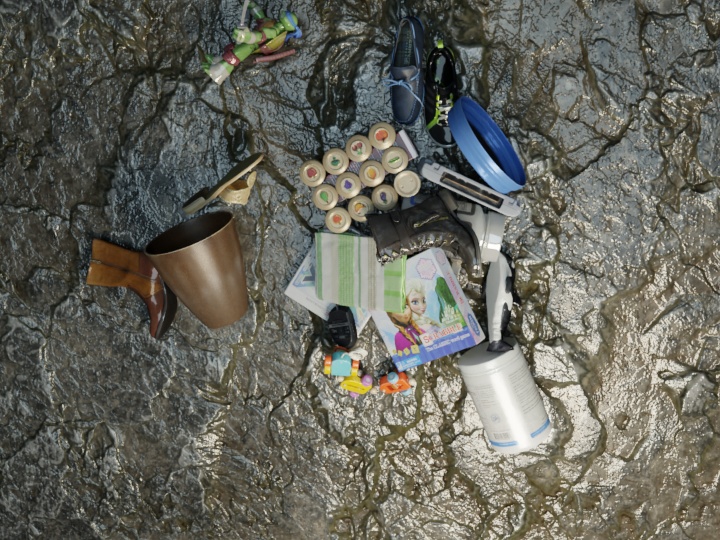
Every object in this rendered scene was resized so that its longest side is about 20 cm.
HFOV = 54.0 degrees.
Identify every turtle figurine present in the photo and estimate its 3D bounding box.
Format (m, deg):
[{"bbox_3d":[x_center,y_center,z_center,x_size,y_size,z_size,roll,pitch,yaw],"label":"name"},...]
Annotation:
[{"bbox_3d":[-0.231,-0.463,1.342,0.194,0.200,0.144,-36,61,16],"label":"turtle figurine"}]

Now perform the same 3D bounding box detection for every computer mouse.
[{"bbox_3d":[-0.044,0.064,1.459,0.058,0.034,0.201,-7,97,33],"label":"computer mouse"}]

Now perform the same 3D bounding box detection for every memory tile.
[{"bbox_3d":[-0.001,-0.171,1.321,0.199,0.017,0.154,-27,98,11],"label":"memory tile"}]

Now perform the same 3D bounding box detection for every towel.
[{"bbox_3d":[0.000,0.000,1.386,0.199,0.031,0.150,9,107,28],"label":"towel"}]

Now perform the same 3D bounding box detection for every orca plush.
[{"bbox_3d":[0.295,0.064,1.396,0.071,0.105,0.201,10,60,-17],"label":"orca plush"}]

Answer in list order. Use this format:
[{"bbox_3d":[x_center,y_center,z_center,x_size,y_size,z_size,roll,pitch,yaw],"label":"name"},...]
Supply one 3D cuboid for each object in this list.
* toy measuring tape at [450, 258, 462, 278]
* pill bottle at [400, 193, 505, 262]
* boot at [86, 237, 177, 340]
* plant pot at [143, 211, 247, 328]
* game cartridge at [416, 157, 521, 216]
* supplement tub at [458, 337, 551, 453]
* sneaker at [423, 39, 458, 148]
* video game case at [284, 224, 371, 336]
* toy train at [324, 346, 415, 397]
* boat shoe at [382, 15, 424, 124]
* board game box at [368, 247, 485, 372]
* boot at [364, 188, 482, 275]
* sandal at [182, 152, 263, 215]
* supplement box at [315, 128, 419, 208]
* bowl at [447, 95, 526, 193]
[{"bbox_3d":[0.148,0.064,1.425,0.073,0.074,0.201,17,110,3],"label":"toy measuring tape"},{"bbox_3d":[0.175,-0.081,1.379,0.199,0.114,0.114,12,102,5],"label":"pill bottle"},{"bbox_3d":[-0.494,0.040,1.508,0.199,0.068,0.189,10,103,6],"label":"boot"},{"bbox_3d":[-0.310,0.010,1.438,0.186,0.187,0.201,-15,114,10],"label":"plant pot"},{"bbox_3d":[0.202,-0.159,1.348,0.199,0.133,0.042,24,96,-4],"label":"game cartridge"},{"bbox_3d":[0.291,0.251,1.421,0.132,0.132,0.201,-21,98,10],"label":"supplement tub"},{"bbox_3d":[0.152,-0.332,1.347,0.071,0.083,0.201,-6,100,9],"label":"sneaker"},{"bbox_3d":[-0.034,0.014,1.470,0.182,0.022,0.200,32,103,0],"label":"video game case"},{"bbox_3d":[0.015,0.201,1.463,0.150,0.056,0.200,-22,135,29],"label":"toy train"},{"bbox_3d":[0.078,-0.381,1.349,0.084,0.069,0.201,0,97,22],"label":"boat shoe"},{"bbox_3d":[0.113,0.077,1.377,0.200,0.041,0.200,-28,88,38],"label":"board game box"},{"bbox_3d":[0.112,-0.047,1.279,0.174,0.069,0.200,-23,61,-4],"label":"boot"},{"bbox_3d":[-0.263,-0.160,1.449,0.211,0.078,0.070,-30,116,17],"label":"sandal"},{"bbox_3d":[0.014,-0.200,1.378,0.200,0.109,0.061,-31,97,11],"label":"supplement box"},{"bbox_3d":[0.231,-0.228,1.303,0.039,0.201,0.201,-35,96,28],"label":"bowl"}]
